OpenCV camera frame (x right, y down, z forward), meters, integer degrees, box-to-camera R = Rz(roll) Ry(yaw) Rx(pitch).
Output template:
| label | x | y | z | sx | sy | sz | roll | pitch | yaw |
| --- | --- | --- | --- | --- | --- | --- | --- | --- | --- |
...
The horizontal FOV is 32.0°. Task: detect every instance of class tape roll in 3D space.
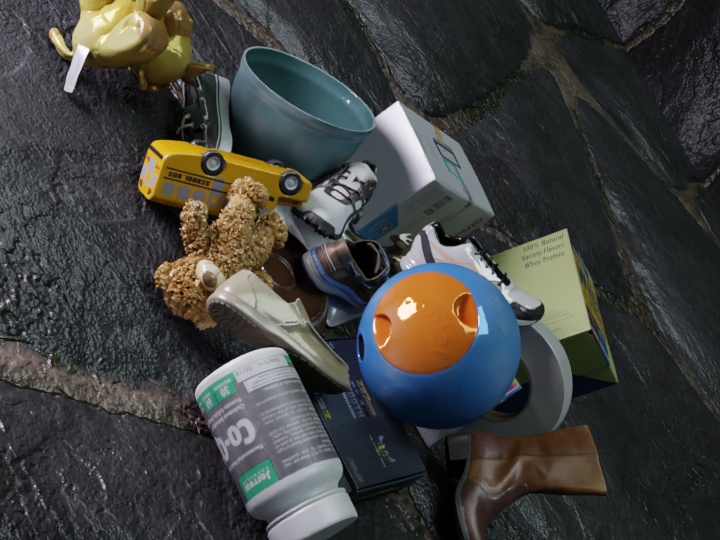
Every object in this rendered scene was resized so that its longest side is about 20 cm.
| label | x | y | z | sx | sy | sz | roll | pitch | yaw |
| --- | --- | --- | --- | --- | --- | --- | --- | --- | --- |
| tape roll | 0.189 | 0.149 | 1.703 | 0.204 | 0.202 | 0.037 | 57 | 30 | 7 |

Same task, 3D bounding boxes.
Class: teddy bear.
| label | x | y | z | sx | sy | sz | roll | pitch | yaw |
| --- | --- | --- | --- | --- | --- | --- | --- | --- | --- |
| teddy bear | -0.151 | -0.024 | 1.457 | 0.200 | 0.066 | 0.146 | -32 | 114 | -48 |

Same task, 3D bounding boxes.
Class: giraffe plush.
| label | x | y | z | sx | sy | sz | roll | pitch | yaw |
| --- | --- | --- | --- | --- | --- | --- | --- | --- | --- |
| giraffe plush | -0.265 | -0.291 | 1.555 | 0.172 | 0.201 | 0.162 | 41 | 14 | 32 |

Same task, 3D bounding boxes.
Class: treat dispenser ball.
| label | x | y | z | sx | sy | sz | roll | pitch | yaw |
| --- | --- | --- | --- | --- | --- | --- | --- | --- | --- |
| treat dispenser ball | 0.095 | 0.092 | 1.525 | 0.200 | 0.200 | 0.202 | 36 | 33 | -28 |

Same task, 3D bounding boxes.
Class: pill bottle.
| label | x | y | z | sx | sy | sz | roll | pitch | yaw |
| --- | --- | --- | --- | --- | --- | --- | --- | --- | --- |
| pill bottle | -0.088 | 0.194 | 1.337 | 0.113 | 0.113 | 0.201 | -2 | 59 | -56 |

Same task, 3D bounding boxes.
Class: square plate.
| label | x | y | z | sx | sy | sz | roll | pitch | yaw |
| --- | --- | --- | --- | --- | --- | --- | --- | --- | --- |
| square plate | -0.037 | -0.027 | 1.742 | 0.201 | 0.028 | 0.198 | 58 | 28 | 10 |

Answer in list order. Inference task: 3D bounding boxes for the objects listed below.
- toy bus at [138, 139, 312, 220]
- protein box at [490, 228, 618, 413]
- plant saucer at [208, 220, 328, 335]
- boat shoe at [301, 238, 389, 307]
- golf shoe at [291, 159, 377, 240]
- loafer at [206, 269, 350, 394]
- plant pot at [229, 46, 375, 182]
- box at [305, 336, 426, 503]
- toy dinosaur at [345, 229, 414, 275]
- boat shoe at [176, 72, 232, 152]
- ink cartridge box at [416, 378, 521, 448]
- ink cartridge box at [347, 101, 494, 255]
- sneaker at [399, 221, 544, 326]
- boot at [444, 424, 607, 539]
| label | x | y | z | sx | sy | sz | roll | pitch | yaw |
| --- | --- | --- | --- | --- | --- | --- | --- | --- | --- |
| toy bus | -0.163 | -0.107 | 1.532 | 0.199 | 0.079 | 0.065 | 13 | 13 | -30 |
| protein box | 0.249 | 0.082 | 1.837 | 0.201 | 0.197 | 0.135 | -94 | 158 | -45 |
| plant saucer | -0.111 | 0.009 | 1.571 | 0.199 | 0.034 | 0.201 | 29 | 40 | -28 |
| boat shoe | 0.000 | 0.000 | 1.640 | 0.200 | 0.072 | 0.073 | 10 | 54 | -66 |
| golf shoe | -0.029 | -0.102 | 1.642 | 0.077 | 0.095 | 0.200 | 34 | 19 | 2 |
| loafer | -0.081 | 0.069 | 1.414 | 0.200 | 0.075 | 0.069 | 40 | 58 | -25 |
| plant pot | -0.098 | -0.191 | 1.695 | 0.199 | 0.135 | 0.201 | 27 | 23 | -12 |
| box | -0.019 | 0.179 | 1.519 | 0.157 | 0.051 | 0.201 | 1 | 57 | -57 |
| toy dinosaur | 0.045 | -0.014 | 1.738 | 0.199 | 0.101 | 0.059 | 31 | 71 | -13 |
| boat shoe | -0.208 | -0.183 | 1.627 | 0.063 | 0.071 | 0.201 | 18 | 43 | -25 |
| ink cartridge box | 0.101 | 0.113 | 1.679 | 0.201 | 0.136 | 0.076 | 57 | 28 | 7 |
| ink cartridge box | 0.074 | -0.124 | 1.862 | 0.200 | 0.146 | 0.147 | 24 | 37 | -56 |
| sneaker | 0.152 | 0.006 | 1.629 | 0.199 | 0.080 | 0.074 | 26 | 19 | 3 |
| boot | 0.214 | 0.289 | 1.603 | 0.198 | 0.069 | 0.189 | -1 | 46 | -2 |
